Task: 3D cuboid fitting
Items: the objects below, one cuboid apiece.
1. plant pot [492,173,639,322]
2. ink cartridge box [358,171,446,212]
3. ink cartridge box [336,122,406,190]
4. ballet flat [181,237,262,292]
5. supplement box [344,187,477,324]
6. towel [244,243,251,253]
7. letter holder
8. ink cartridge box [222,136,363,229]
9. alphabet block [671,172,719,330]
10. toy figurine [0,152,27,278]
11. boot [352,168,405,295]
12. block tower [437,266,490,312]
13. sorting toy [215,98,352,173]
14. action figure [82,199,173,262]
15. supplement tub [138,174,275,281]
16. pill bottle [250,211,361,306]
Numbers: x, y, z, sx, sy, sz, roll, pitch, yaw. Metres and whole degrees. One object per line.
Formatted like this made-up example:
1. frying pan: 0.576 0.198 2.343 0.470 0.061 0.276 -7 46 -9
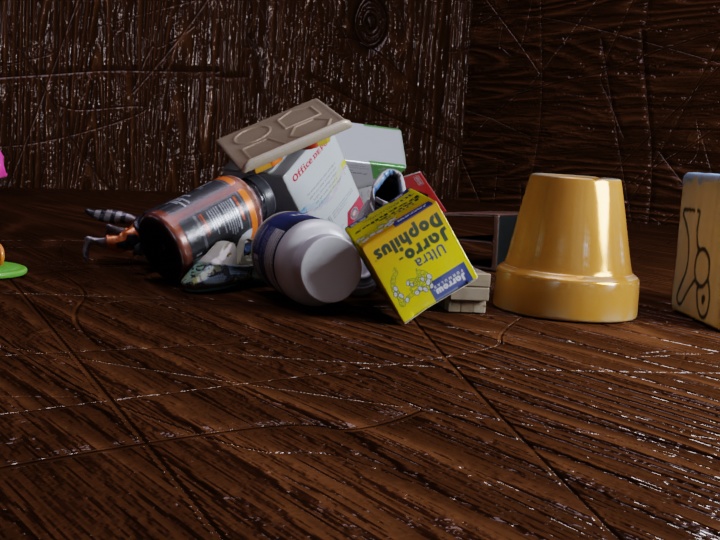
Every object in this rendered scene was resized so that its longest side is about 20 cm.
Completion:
1. plant pot: 0.288 -0.037 1.391 0.197 0.186 0.200 4 7 0
2. ink cartridge box: 0.057 -0.105 1.877 0.174 0.045 0.200 -14 -22 15
3. ink cartridge box: -0.027 -0.180 1.835 0.143 0.085 0.200 3 -25 -26
4. ballet flat: -0.178 -0.012 1.419 0.073 0.075 0.199 8 8 29
5. supplement box: 0.059 -0.025 1.289 0.108 0.110 0.200 -31 12 -1
6. towel: -0.204 -0.028 1.612 0.110 0.049 0.200 4 6 7
7. letter holder: 0.246 -0.061 1.912 0.141 0.102 0.199 6 7 36
8. ink cartridge box: -0.107 -0.131 1.697 0.143 0.201 0.146 10 48 36
9. alphabet block: 0.556 -0.026 1.385 0.193 0.203 0.195 3 8 -2
10. toy figurine: -0.548 -0.093 1.393 0.198 0.187 0.149 10 9 43
11. boot: 0.016 -0.062 1.447 0.073 0.096 0.201 17 44 -2
12. block tower: 0.125 0.017 1.405 0.057 0.055 0.200 3 7 -9
13. sorting toy: -0.122 -0.208 1.585 0.183 0.037 0.200 -24 25 -11
14. action figure: -0.336 -0.066 1.567 0.191 0.106 0.200 -12 0 7
15. supplement tub: -0.215 -0.071 1.464 0.106 0.108 0.199 10 32 44
16. pill bottle: -0.069 -0.015 1.320 0.110 0.113 0.200 1 8 -21
